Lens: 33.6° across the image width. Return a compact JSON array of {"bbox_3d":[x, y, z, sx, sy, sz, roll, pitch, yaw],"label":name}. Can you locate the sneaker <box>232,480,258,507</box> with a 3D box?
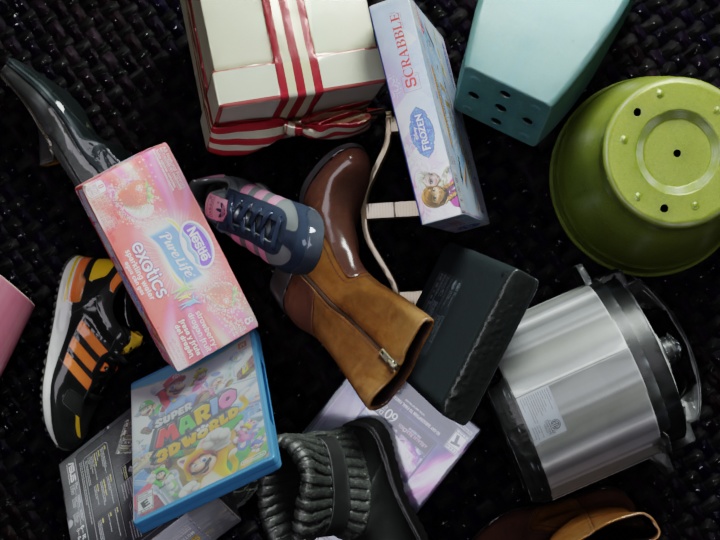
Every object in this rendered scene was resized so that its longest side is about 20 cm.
[{"bbox_3d":[-0.170,0.219,1.211,0.099,0.078,0.201,35,84,22],"label":"sneaker"}]

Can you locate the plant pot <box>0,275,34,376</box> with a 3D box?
[{"bbox_3d":[-0.431,0.068,1.193,0.199,0.200,0.180,35,76,6],"label":"plant pot"}]

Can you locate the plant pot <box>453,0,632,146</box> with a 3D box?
[{"bbox_3d":[0.173,-0.234,1.128,0.140,0.142,0.202,26,72,6],"label":"plant pot"}]

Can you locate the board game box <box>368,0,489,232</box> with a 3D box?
[{"bbox_3d":[0.069,-0.140,1.135,0.041,0.199,0.203,-14,86,13],"label":"board game box"}]

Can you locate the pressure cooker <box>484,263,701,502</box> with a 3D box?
[{"bbox_3d":[0.216,0.107,1.118,0.198,0.179,0.177,-24,126,2],"label":"pressure cooker"}]

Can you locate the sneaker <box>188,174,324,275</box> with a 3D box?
[{"bbox_3d":[-0.105,-0.046,1.150,0.081,0.199,0.071,12,98,-32],"label":"sneaker"}]

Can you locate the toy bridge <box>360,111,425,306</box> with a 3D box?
[{"bbox_3d":[0.034,-0.062,1.222,0.066,0.027,0.203,-3,89,6],"label":"toy bridge"}]

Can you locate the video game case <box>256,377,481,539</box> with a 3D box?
[{"bbox_3d":[0.008,0.195,1.221,0.142,0.019,0.201,38,91,6],"label":"video game case"}]

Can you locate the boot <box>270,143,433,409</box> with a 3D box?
[{"bbox_3d":[0.000,0.000,1.132,0.200,0.068,0.190,43,108,45],"label":"boot"}]

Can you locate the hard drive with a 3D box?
[{"bbox_3d":[0.089,0.052,1.106,0.033,0.200,0.141,27,92,-14],"label":"hard drive"}]

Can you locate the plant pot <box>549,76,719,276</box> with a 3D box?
[{"bbox_3d":[0.282,-0.099,1.115,0.197,0.193,0.203,0,87,6],"label":"plant pot"}]

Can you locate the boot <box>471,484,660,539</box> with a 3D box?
[{"bbox_3d":[0.178,0.264,1.108,0.186,0.200,0.069,-18,86,5],"label":"boot"}]

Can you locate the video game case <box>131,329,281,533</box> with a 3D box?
[{"bbox_3d":[-0.151,0.144,1.128,0.142,0.201,0.018,-26,124,6],"label":"video game case"}]

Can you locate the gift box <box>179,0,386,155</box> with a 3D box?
[{"bbox_3d":[-0.075,-0.212,1.167,0.182,0.200,0.189,-11,83,-8],"label":"gift box"}]

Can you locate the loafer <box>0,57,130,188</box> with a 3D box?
[{"bbox_3d":[-0.311,-0.135,1.240,0.072,0.073,0.200,-44,83,7],"label":"loafer"}]

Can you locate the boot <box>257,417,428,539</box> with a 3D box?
[{"bbox_3d":[-0.015,0.247,1.128,0.079,0.157,0.213,-25,81,30],"label":"boot"}]

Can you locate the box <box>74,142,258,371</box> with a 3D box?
[{"bbox_3d":[-0.192,-0.014,1.174,0.094,0.103,0.202,-29,100,-13],"label":"box"}]

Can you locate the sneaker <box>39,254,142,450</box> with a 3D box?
[{"bbox_3d":[-0.270,0.087,1.226,0.089,0.070,0.203,5,86,9],"label":"sneaker"}]

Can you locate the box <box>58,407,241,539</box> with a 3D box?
[{"bbox_3d":[-0.210,0.214,1.160,0.158,0.200,0.048,-37,125,2],"label":"box"}]
